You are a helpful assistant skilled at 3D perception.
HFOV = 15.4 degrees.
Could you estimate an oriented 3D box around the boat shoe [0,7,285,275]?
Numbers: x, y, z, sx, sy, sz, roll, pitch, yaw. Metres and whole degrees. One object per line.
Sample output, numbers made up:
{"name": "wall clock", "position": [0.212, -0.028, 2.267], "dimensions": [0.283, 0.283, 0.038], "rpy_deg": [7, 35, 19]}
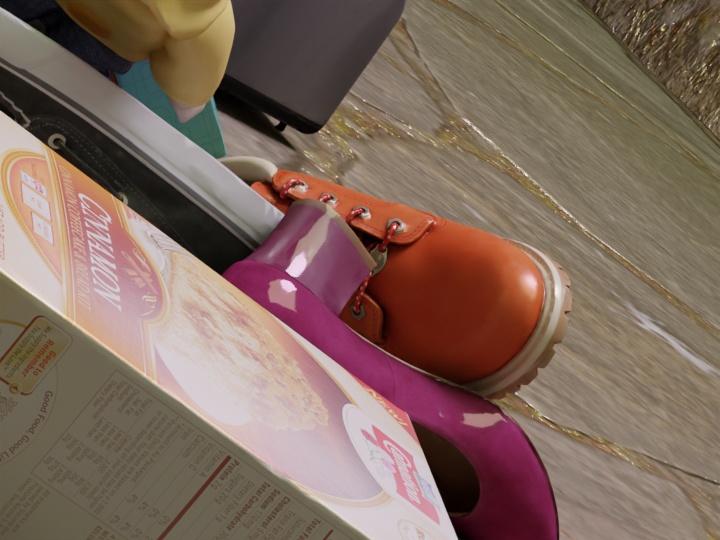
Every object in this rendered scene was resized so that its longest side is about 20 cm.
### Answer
{"name": "boat shoe", "position": [-0.115, -0.050, 1.072], "dimensions": [0.200, 0.057, 0.069], "rpy_deg": [36, -5, -25]}

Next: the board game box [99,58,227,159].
{"name": "board game box", "position": [-0.122, -0.164, 1.249], "dimensions": [0.152, 0.045, 0.201], "rpy_deg": [-123, -164, -56]}

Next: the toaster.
{"name": "toaster", "position": [-0.094, -0.192, 1.523], "dimensions": [0.181, 0.119, 0.200], "rpy_deg": [48, 14, 35]}

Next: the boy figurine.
{"name": "boy figurine", "position": [-0.100, -0.111, 1.100], "dimensions": [0.125, 0.064, 0.200], "rpy_deg": [51, -24, -18]}

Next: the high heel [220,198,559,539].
{"name": "high heel", "position": [0.004, 0.073, 1.096], "dimensions": [0.200, 0.096, 0.067], "rpy_deg": [50, -36, -17]}

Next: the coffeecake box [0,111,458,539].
{"name": "coffeecake box", "position": [-0.067, 0.047, 0.840], "dimensions": [0.200, 0.073, 0.154], "rpy_deg": [38, 11, -21]}

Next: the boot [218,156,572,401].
{"name": "boot", "position": [0.000, 0.000, 1.152], "dimensions": [0.107, 0.075, 0.199], "rpy_deg": [29, -9, -40]}
